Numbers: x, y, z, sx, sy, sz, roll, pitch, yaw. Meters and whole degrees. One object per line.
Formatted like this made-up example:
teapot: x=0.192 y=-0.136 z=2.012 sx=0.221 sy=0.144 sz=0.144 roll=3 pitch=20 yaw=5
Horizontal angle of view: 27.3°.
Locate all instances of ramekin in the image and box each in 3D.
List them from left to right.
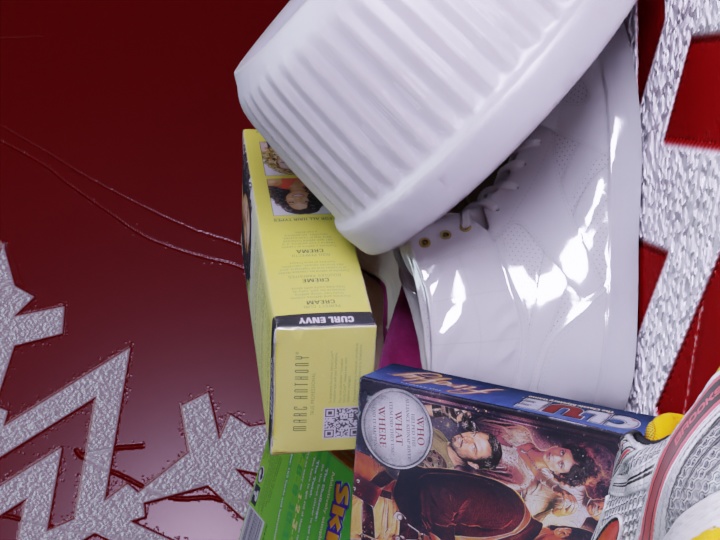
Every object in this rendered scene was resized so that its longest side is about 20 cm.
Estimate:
ramekin: x=0.030 y=-0.115 z=0.690 sx=0.200 sy=0.105 sz=0.200 roll=-47 pitch=10 yaw=11

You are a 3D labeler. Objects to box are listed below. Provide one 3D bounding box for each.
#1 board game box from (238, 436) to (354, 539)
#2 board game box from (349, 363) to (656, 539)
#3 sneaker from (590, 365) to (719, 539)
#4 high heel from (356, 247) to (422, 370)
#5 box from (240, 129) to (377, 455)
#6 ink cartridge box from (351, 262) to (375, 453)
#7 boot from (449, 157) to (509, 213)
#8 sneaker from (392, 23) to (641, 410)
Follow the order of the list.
board game box: x=-0.025 y=0.148 z=0.846 sx=0.200 sy=0.030 sz=0.096 roll=-154 pitch=80 yaw=-72
board game box: x=0.059 y=0.152 z=0.659 sx=0.035 sy=0.135 sz=0.201 roll=-16 pitch=-68 yaw=-59
sneaker: x=0.108 y=0.094 z=0.470 sx=0.200 sy=0.077 sz=0.083 roll=114 pitch=164 yaw=-54
high heel: x=0.000 y=0.000 z=0.821 sx=0.067 sy=0.096 sz=0.201 roll=-40 pitch=60 yaw=34
box: x=-0.031 y=0.003 z=0.757 sx=0.200 sy=0.050 sz=0.076 roll=-106 pitch=17 yaw=-58
ink cartridge box: x=0.036 y=0.024 z=0.951 sx=0.161 sy=0.050 sz=0.201 roll=64 pitch=-132 yaw=-68
boot: x=0.076 y=-0.010 z=0.898 sx=0.200 sy=0.076 sz=0.156 roll=-101 pitch=11 yaw=-60
sneaker: x=0.071 y=-0.035 z=0.709 sx=0.074 sy=0.115 sz=0.201 roll=101 pitch=172 yaw=-75
